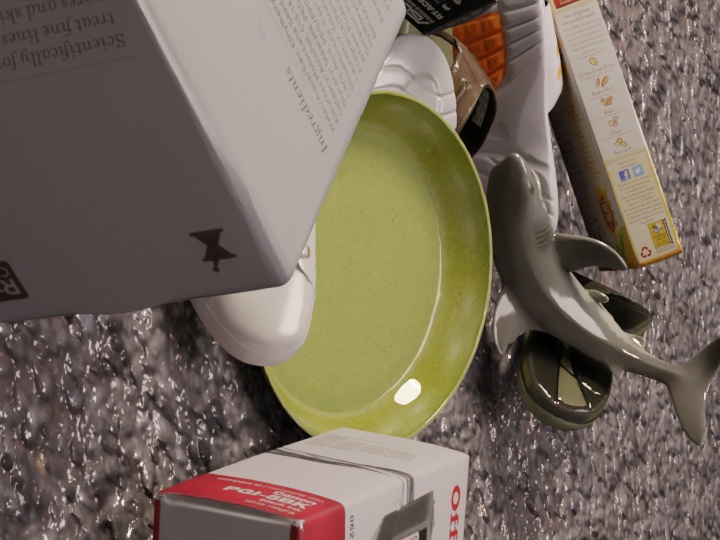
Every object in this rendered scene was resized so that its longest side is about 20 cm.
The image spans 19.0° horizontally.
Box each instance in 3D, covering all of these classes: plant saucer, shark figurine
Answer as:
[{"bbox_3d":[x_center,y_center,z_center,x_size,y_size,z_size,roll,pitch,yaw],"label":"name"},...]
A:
[{"bbox_3d":[0.000,0.000,1.201,0.199,0.031,0.202,-8,100,-47],"label":"plant saucer"},{"bbox_3d":[0.132,0.034,1.396,0.215,0.128,0.090,45,59,-5],"label":"shark figurine"}]

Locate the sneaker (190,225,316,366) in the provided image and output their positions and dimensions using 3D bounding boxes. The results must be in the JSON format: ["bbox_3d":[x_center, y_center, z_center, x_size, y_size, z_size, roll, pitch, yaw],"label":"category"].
[{"bbox_3d":[-0.055,-0.056,1.077,0.072,0.085,0.202,-4,77,-23],"label":"sneaker"}]

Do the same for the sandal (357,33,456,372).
[{"bbox_3d":[0.007,-0.040,1.265,0.082,0.050,0.205,14,82,-46],"label":"sandal"}]

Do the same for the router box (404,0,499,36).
[{"bbox_3d":[0.008,-0.256,1.239,0.200,0.062,0.151,38,49,-32],"label":"router box"}]

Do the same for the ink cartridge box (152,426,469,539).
[{"bbox_3d":[-0.023,0.169,1.076,0.200,0.082,0.148,-12,108,-63],"label":"ink cartridge box"}]

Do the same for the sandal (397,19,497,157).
[{"bbox_3d":[0.061,-0.096,1.369,0.080,0.057,0.203,-18,100,-63],"label":"sandal"}]

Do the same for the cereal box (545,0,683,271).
[{"bbox_3d":[0.162,-0.100,1.490,0.144,0.039,0.202,-179,-109,-86],"label":"cereal box"}]

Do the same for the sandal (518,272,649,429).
[{"bbox_3d":[0.143,0.058,1.486,0.058,0.079,0.201,-66,172,31],"label":"sandal"}]

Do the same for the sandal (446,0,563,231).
[{"bbox_3d":[0.098,-0.116,1.439,0.059,0.078,0.209,-45,132,-59],"label":"sandal"}]

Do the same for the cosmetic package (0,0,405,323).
[{"bbox_3d":[-0.103,-0.107,0.922,0.166,0.163,0.201,64,31,-33],"label":"cosmetic package"}]
